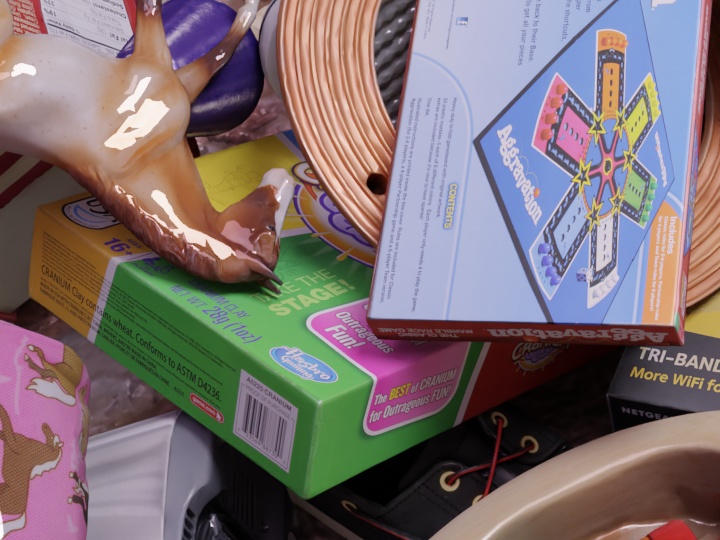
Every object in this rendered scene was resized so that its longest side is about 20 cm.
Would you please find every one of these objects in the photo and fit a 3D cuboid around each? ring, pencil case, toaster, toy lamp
[{"bbox_3d":[0.065,-0.069,0.705,0.200,0.019,0.201,6,67,-14],"label":"ring"},{"bbox_3d":[-0.132,0.116,0.603,0.083,0.087,0.201,10,60,-20],"label":"pencil case"},{"bbox_3d":[-0.094,0.152,0.683,0.129,0.114,0.201,-12,58,15],"label":"toaster"},{"bbox_3d":[-0.041,-0.099,0.799,0.058,0.058,0.200,5,21,21],"label":"toy lamp"}]

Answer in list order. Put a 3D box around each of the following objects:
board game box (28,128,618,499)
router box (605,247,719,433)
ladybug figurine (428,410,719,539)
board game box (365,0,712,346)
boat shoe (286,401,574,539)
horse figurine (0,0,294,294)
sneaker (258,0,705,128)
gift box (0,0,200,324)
[{"bbox_3d":[0.000,0.000,0.729,0.153,0.040,0.200,32,36,33],"label":"board game box"},{"bbox_3d":[0.208,0.018,0.694,0.199,0.052,0.157,9,51,23],"label":"router box"},{"bbox_3d":[0.088,0.121,0.620,0.199,0.072,0.136,-23,41,4],"label":"ladybug figurine"},{"bbox_3d":[0.066,-0.070,0.657,0.103,0.019,0.201,0,64,20],"label":"board game box"},{"bbox_3d":[0.037,0.081,0.718,0.201,0.063,0.074,24,63,28],"label":"boat shoe"},{"bbox_3d":[-0.108,-0.079,0.663,0.050,0.200,0.133,-31,42,57],"label":"horse figurine"},{"bbox_3d":[0.043,-0.093,0.786,0.199,0.079,0.079,5,32,-28],"label":"sneaker"},{"bbox_3d":[-0.199,-0.086,0.808,0.187,0.184,0.200,-37,54,28],"label":"gift box"}]
